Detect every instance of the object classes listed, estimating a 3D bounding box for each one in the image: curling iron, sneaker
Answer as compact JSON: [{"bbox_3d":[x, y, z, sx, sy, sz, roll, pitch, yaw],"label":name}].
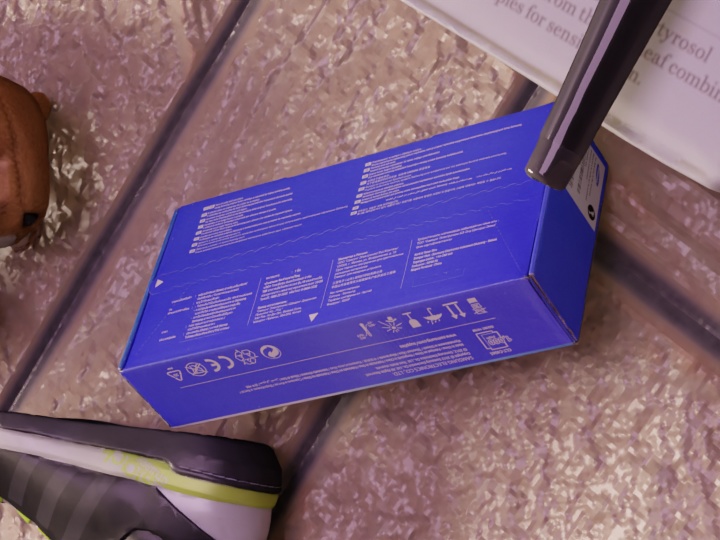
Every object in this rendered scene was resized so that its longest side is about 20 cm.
[{"bbox_3d":[0.088,-0.119,0.566,0.049,0.026,0.202,19,97,-6],"label":"curling iron"},{"bbox_3d":[-0.123,0.108,0.883,0.198,0.071,0.084,3,84,34],"label":"sneaker"}]

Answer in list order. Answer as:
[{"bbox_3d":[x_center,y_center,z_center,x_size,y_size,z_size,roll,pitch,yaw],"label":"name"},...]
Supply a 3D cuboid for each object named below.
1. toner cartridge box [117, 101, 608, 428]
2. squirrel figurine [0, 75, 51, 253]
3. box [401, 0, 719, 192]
[{"bbox_3d":[0.000,0.000,0.813,0.198,0.043,0.096,-13,42,32],"label":"toner cartridge box"},{"bbox_3d":[-0.243,-0.048,0.958,0.186,0.141,0.201,-40,64,15],"label":"squirrel figurine"},{"bbox_3d":[0.126,-0.128,0.681,0.199,0.198,0.172,35,101,31],"label":"box"}]
